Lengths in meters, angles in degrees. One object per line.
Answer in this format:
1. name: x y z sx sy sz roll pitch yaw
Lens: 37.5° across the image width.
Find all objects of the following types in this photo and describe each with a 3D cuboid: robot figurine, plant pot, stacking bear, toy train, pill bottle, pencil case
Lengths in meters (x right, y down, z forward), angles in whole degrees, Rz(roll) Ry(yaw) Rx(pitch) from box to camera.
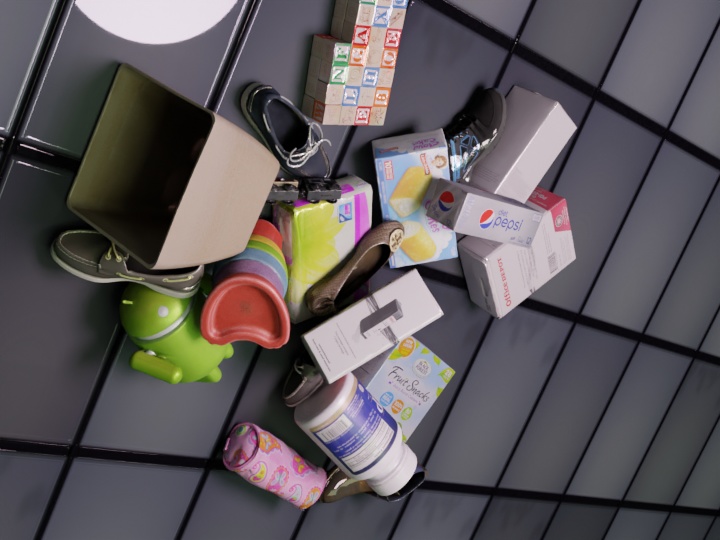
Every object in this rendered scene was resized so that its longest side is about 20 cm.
1. robot figurine: -0.259 0.077 1.484 0.201 0.114 0.177 58 47 -40
2. plant pot: -0.225 -0.119 1.367 0.176 0.199 0.202 14 104 -54
3. stacking bear: -0.151 0.001 1.478 0.119 0.201 0.115 3 123 -2
4. toy train: -0.123 -0.117 1.519 0.197 0.046 0.034 -3 127 -22
5. pill bottle: -0.003 0.265 1.711 0.120 0.119 0.200 -45 112 -10
6. pencil case: -0.141 0.323 1.740 0.088 0.087 0.200 -52 135 -4

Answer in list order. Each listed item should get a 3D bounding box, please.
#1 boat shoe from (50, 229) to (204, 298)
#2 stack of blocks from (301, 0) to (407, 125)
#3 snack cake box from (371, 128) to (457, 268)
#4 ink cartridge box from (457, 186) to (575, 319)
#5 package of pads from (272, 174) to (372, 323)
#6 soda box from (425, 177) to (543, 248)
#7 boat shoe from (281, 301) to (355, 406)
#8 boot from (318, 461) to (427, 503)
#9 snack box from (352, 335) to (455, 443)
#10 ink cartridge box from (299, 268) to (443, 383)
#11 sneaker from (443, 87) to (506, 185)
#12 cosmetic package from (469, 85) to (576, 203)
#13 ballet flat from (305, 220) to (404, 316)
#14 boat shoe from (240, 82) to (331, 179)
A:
1. boat shoe: -0.302 -0.019 1.383 0.199 0.073 0.060 14 149 -13
2. stack of blocks: -0.008 -0.314 1.519 0.114 0.058 0.203 -5 116 -37
3. snack cake box: 0.087 -0.112 1.669 0.113 0.068 0.202 -9 123 1
4. ink cartridge box: 0.279 -0.033 1.889 0.199 0.084 0.147 -37 131 -21
5. package of pads: -0.059 -0.031 1.623 0.153 0.068 0.203 -19 124 -31
6. soda box: 0.195 -0.087 1.650 0.198 0.068 0.064 10 107 -44
7. boat shoe: -0.065 0.129 1.706 0.200 0.067 0.057 -46 124 -3
8. boot: 0.023 0.373 1.888 0.198 0.097 0.076 -27 128 -26
9. snack box: 0.049 0.210 1.843 0.168 0.067 0.201 38 86 -43
10. ink cartridge box: 0.013 0.084 1.607 0.198 0.144 0.084 -30 89 -7
11. sneaker: 0.167 -0.208 1.710 0.081 0.073 0.202 24 95 -36
12. cosmetic package: 0.253 -0.194 1.765 0.201 0.107 0.085 -53 134 -1
13. ballet flat: 0.000 0.000 1.611 0.200 0.046 0.068 -41 134 -17
14. boat shoe: -0.094 -0.189 1.514 0.075 0.062 0.201 -46 134 -12
